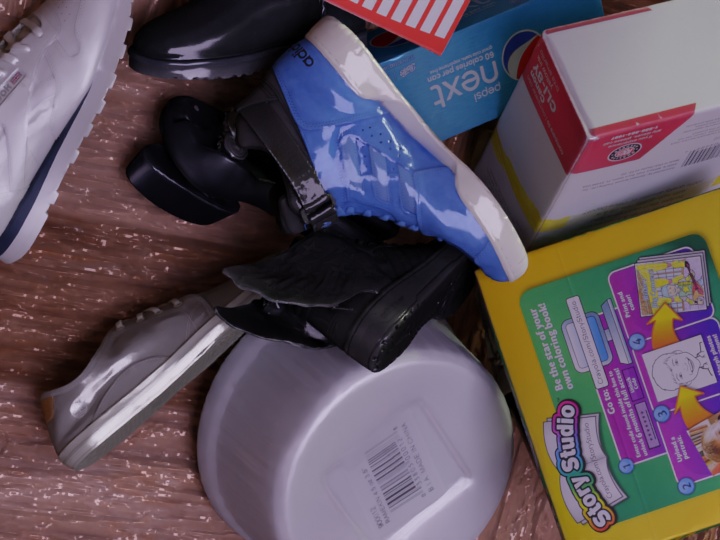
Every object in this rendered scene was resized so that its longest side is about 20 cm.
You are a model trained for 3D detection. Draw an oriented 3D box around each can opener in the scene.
[{"bbox_3d":[-0.052,-0.055,1.649,0.200,0.079,0.064,21,57,-33],"label":"can opener"}]

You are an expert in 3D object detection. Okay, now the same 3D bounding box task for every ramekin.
[{"bbox_3d":[0.003,0.115,1.687,0.200,0.098,0.201,-13,118,-25],"label":"ramekin"}]

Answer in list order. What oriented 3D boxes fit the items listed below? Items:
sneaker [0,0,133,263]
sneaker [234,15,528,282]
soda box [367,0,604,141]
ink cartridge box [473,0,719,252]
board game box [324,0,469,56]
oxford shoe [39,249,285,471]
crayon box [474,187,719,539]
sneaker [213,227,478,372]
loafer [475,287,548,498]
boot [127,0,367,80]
[{"bbox_3d":[-0.202,-0.105,1.545,0.080,0.076,0.201,24,93,-21],"label":"sneaker"},{"bbox_3d":[0.006,-0.046,1.580,0.111,0.077,0.200,-42,105,-1],"label":"sneaker"},{"bbox_3d":[0.060,-0.132,1.668,0.200,0.064,0.068,-23,115,-18],"label":"soda box"},{"bbox_3d":[0.165,-0.083,1.663,0.145,0.084,0.200,-15,157,-21],"label":"ink cartridge box"},{"bbox_3d":[0.028,-0.249,1.546,0.151,0.046,0.200,21,102,-33],"label":"board game box"},{"bbox_3d":[-0.123,0.045,1.636,0.200,0.075,0.058,-39,80,-16],"label":"oxford shoe"},{"bbox_3d":[0.183,0.069,1.632,0.172,0.058,0.201,-18,84,3],"label":"crayon box"},{"bbox_3d":[-0.001,0.002,1.622,0.200,0.104,0.060,-39,154,-54],"label":"sneaker"},{"bbox_3d":[0.122,0.086,1.705,0.063,0.200,0.072,-17,154,-26],"label":"loafer"},{"bbox_3d":[-0.069,-0.225,1.572,0.164,0.066,0.201,-12,114,-31],"label":"boot"}]
